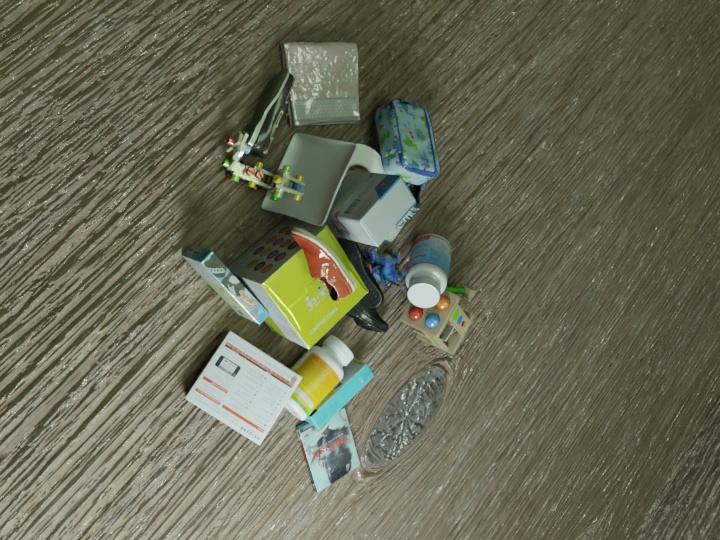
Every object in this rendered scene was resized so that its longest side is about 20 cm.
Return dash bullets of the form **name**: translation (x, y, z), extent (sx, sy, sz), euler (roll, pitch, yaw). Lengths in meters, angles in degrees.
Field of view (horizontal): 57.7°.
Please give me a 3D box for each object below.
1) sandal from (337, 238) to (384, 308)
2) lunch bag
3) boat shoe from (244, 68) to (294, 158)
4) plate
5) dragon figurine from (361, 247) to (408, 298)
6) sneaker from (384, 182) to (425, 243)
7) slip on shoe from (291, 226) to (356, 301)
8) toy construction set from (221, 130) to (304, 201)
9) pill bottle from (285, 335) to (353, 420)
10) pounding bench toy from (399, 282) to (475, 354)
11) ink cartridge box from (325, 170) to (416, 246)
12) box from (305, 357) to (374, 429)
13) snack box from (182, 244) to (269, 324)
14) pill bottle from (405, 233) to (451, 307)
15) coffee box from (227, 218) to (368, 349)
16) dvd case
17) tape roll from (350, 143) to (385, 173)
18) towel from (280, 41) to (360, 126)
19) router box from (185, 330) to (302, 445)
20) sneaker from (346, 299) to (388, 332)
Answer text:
- **sandal**: translation (0.000, 0.000, 1.640), extent (0.045, 0.075, 0.200), euler (-29, 90, -54)
- **lunch bag**: translation (0.121, -0.322, 1.635), extent (0.161, 0.082, 0.200), euler (8, 68, -44)
- **boat shoe**: translation (-0.197, -0.350, 1.459), extent (0.061, 0.072, 0.201), euler (28, 90, -35)
- **plate**: translation (-0.112, -0.205, 1.472), extent (0.032, 0.199, 0.200), euler (31, 80, -52)
- **dragon figurine**: translation (0.064, 0.009, 1.709), extent (0.099, 0.059, 0.200), euler (-35, 125, -24)
- **sneaker**: translation (0.107, -0.164, 1.695), extent (0.077, 0.085, 0.200), euler (26, 84, -35)
- **slip on shoe**: translation (-0.082, -0.012, 1.359), extent (0.061, 0.074, 0.200), euler (-46, 123, -16)
- **toy construction set**: translation (-0.222, -0.216, 1.422), extent (0.200, 0.131, 0.092), euler (37, 78, -29)
- **pill bottle**: translation (-0.112, 0.258, 1.602), extent (0.200, 0.111, 0.111), euler (-46, 121, -19)
- **pounding bench toy**: translation (0.225, 0.094, 1.773), extent (0.200, 0.124, 0.156), euler (-58, 144, -12)
- **ink cartridge box**: translation (0.004, -0.144, 1.472), extent (0.145, 0.200, 0.085), euler (-49, 125, -17)
- **box**: translation (-0.065, 0.308, 1.662), extent (0.200, 0.082, 0.049), euler (-41, 120, -22)
- **snack box**: translation (-0.294, 0.032, 1.430), extent (0.037, 0.116, 0.200), euler (-48, 122, -18)
- **pill bottle**: translation (0.176, 0.001, 1.703), extent (0.109, 0.109, 0.200), euler (56, 30, -28)
- **coffee box**: translation (-0.143, 0.024, 1.484), extent (0.200, 0.198, 0.200), euler (-43, 120, -21)
- **dvd case**: translation (-0.083, 0.465, 1.716), extent (0.146, 0.022, 0.200), euler (-24, 111, -29)
- **tape roll**: translation (-0.026, -0.210, 1.603), extent (0.202, 0.071, 0.203), euler (-6, 101, -34)
- **towel**: translation (-0.088, -0.440, 1.541), extent (0.200, 0.032, 0.191), euler (-13, 105, -34)
- **router box**: translation (-0.263, 0.265, 1.482), extent (0.200, 0.049, 0.180), euler (34, 78, -5)
- **sneaker**: translation (0.010, 0.096, 1.685), extent (0.200, 0.076, 0.091), euler (37, 69, -37)
